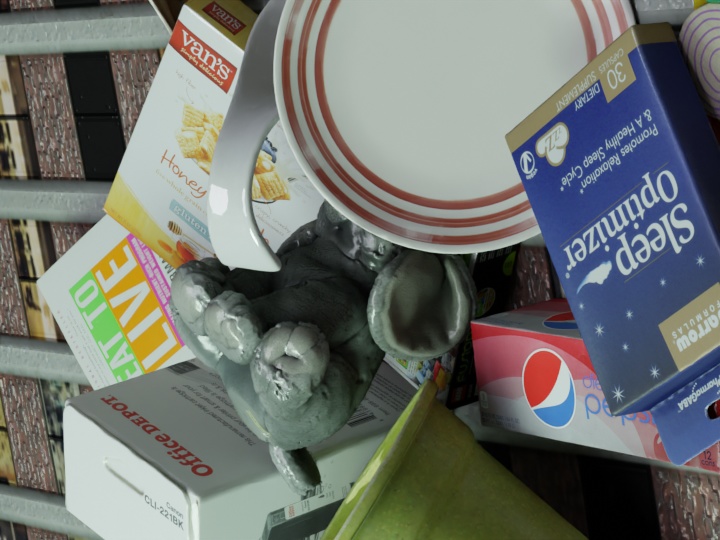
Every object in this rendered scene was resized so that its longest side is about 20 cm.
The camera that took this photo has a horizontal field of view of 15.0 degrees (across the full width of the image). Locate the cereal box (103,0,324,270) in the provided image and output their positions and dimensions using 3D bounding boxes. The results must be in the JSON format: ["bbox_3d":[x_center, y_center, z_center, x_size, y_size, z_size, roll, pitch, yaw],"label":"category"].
[{"bbox_3d":[-0.076,-0.066,1.719,0.144,0.040,0.200,39,138,12],"label":"cereal box"}]

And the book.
[{"bbox_3d":[-0.137,0.019,1.889,0.200,0.048,0.134,-40,73,49],"label":"book"}]

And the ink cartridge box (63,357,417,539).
[{"bbox_3d":[-0.065,0.116,1.690,0.144,0.200,0.084,31,127,44],"label":"ink cartridge box"}]

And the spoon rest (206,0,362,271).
[{"bbox_3d":[-0.034,-0.099,1.520,0.099,0.200,0.061,6,151,33],"label":"spoon rest"}]

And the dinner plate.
[{"bbox_3d":[0.052,-0.109,1.481,0.024,0.199,0.201,-115,14,-81],"label":"dinner plate"}]

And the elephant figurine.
[{"bbox_3d":[0.000,0.000,1.576,0.142,0.200,0.155,47,162,10],"label":"elephant figurine"}]

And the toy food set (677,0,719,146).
[{"bbox_3d":[0.226,-0.094,1.344,0.198,0.049,0.201,18,118,49],"label":"toy food set"}]

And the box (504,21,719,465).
[{"bbox_3d":[0.149,-0.010,1.393,0.121,0.032,0.201,-41,65,48],"label":"box"}]

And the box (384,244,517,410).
[{"bbox_3d":[0.046,-0.028,1.625,0.110,0.035,0.201,39,132,39],"label":"box"}]

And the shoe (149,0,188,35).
[{"bbox_3d":[-0.097,-0.150,1.752,0.200,0.053,0.070,60,143,15],"label":"shoe"}]

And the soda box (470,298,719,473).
[{"bbox_3d":[0.149,0.060,1.491,0.200,0.070,0.064,7,107,52],"label":"soda box"}]

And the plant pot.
[{"bbox_3d":[0.062,0.194,1.549,0.184,0.201,0.201,32,136,0],"label":"plant pot"}]
